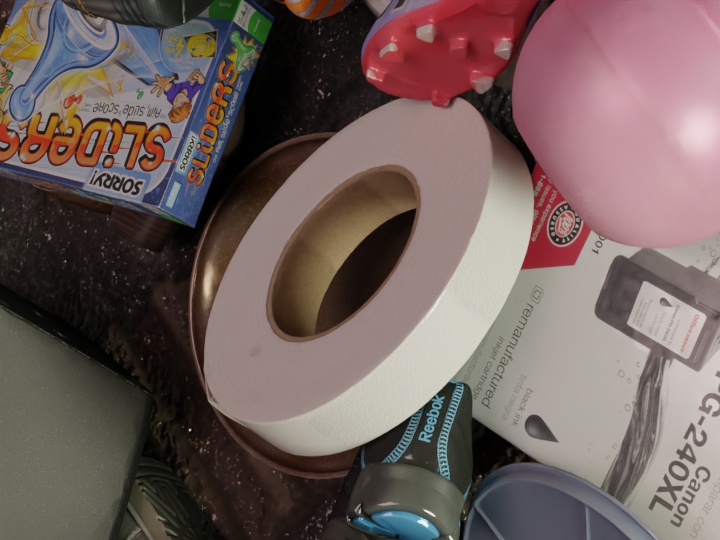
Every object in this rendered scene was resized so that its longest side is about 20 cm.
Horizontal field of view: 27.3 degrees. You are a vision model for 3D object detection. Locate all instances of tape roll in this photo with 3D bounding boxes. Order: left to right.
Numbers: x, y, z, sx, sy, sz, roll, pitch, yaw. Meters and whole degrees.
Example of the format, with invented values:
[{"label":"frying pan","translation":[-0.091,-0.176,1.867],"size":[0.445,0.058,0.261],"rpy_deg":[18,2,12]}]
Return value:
[{"label":"tape roll","translation":[0.000,0.000,0.760],"size":[0.202,0.037,0.204],"rpy_deg":[-34,36,28]}]

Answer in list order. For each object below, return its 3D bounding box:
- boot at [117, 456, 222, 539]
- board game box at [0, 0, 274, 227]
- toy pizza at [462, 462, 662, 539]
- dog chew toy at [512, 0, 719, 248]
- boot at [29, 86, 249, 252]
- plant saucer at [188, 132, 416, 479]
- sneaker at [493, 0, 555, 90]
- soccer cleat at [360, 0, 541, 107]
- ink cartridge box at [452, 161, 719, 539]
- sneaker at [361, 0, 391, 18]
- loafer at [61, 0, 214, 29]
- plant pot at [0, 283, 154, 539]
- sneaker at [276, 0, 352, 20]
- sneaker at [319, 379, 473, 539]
[{"label":"boot","translation":[-0.157,0.243,0.940],"size":[0.200,0.072,0.182],"rpy_deg":[-49,48,15]},{"label":"board game box","translation":[-0.156,-0.111,0.913],"size":[0.199,0.034,0.136],"rpy_deg":[14,80,38]},{"label":"toy pizza","translation":[0.123,0.181,0.722],"size":[0.200,0.032,0.201],"rpy_deg":[38,141,39]},{"label":"dog chew toy","translation":[0.164,-0.100,0.634],"size":[0.199,0.124,0.125],"rpy_deg":[-36,67,13]},{"label":"boot","translation":[-0.153,-0.106,0.970],"size":[0.199,0.070,0.147],"rpy_deg":[27,96,32]},{"label":"plant saucer","translation":[-0.016,0.021,0.876],"size":[0.199,0.037,0.202],"rpy_deg":[-3,84,35]},{"label":"sneaker","translation":[0.114,-0.177,0.724],"size":[0.079,0.074,0.201],"rpy_deg":[14,126,11]},{"label":"soccer cleat","translation":[0.056,-0.144,0.694],"size":[0.200,0.066,0.077],"rpy_deg":[135,149,-62]},{"label":"ink cartridge box","translation":[0.157,0.045,0.722],"size":[0.199,0.083,0.146],"rpy_deg":[32,105,33]},{"label":"sneaker","translation":[0.011,-0.218,0.854],"size":[0.080,0.070,0.201],"rpy_deg":[-27,76,14]},{"label":"loafer","translation":[-0.097,-0.198,0.857],"size":[0.072,0.200,0.073],"rpy_deg":[3,118,29]},{"label":"plant pot","translation":[-0.246,0.102,0.921],"size":[0.178,0.199,0.200],"rpy_deg":[-57,33,-3]},{"label":"sneaker","translation":[-0.014,-0.243,0.781],"size":[0.112,0.077,0.201],"rpy_deg":[44,110,29]},{"label":"sneaker","translation":[0.028,0.114,0.777],"size":[0.073,0.200,0.082],"rpy_deg":[19,70,-2]}]
